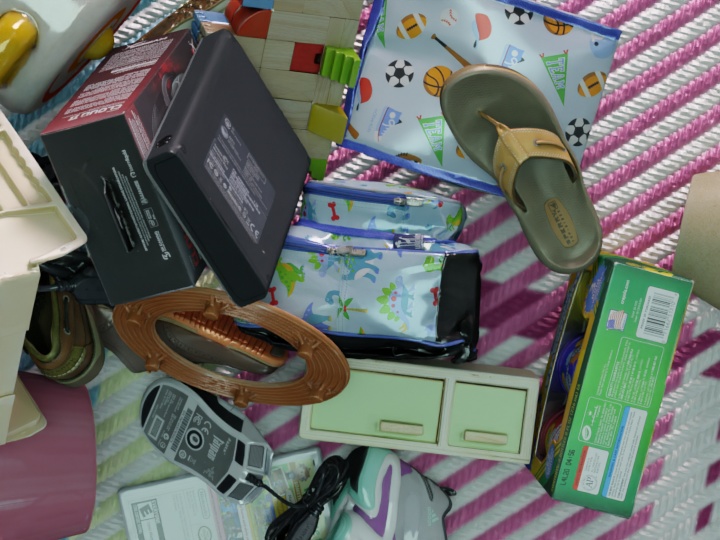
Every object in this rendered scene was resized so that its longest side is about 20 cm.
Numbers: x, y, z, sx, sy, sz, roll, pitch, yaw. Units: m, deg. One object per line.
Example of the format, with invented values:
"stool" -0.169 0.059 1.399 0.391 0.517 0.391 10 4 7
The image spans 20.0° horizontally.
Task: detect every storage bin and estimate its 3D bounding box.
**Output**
"storage bin" -0.302 0.003 1.573 0.094 0.199 0.200 -13 139 -33

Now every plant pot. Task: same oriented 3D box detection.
"plant pot" -0.318 0.158 1.698 0.178 0.200 0.201 -1 94 -17
"plant pot" 0.368 -0.017 1.713 0.199 0.187 0.188 13 94 11

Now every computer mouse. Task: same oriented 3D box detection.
"computer mouse" -0.104 0.156 1.739 0.200 0.044 0.110 36 116 22

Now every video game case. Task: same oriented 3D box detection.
"video game case" -0.103 0.269 1.786 0.181 0.022 0.201 -12 93 0

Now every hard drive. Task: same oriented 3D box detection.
"hard drive" -0.098 -0.083 1.572 0.033 0.200 0.140 -22 117 23

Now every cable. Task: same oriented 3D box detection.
"cable" -0.224 -0.035 1.700 0.163 0.200 0.051 53 125 27

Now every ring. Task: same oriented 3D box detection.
"ring" -0.107 0.068 1.653 0.200 0.201 0.019 17 64 -3

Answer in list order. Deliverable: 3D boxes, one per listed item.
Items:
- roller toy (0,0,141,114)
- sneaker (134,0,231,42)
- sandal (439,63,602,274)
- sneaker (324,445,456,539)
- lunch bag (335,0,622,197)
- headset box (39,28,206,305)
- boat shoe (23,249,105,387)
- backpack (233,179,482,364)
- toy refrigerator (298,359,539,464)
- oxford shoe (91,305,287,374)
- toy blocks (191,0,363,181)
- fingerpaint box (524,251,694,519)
"roller toy" -0.257 -0.225 1.661 0.140 0.200 0.183 41 86 -4
"sneaker" -0.133 -0.177 1.737 0.200 0.067 0.090 -38 112 -6
"sandal" 0.137 -0.080 1.641 0.080 0.054 0.200 -30 106 6
"sneaker" 0.023 0.264 1.749 0.140 0.078 0.200 28 80 -17
"lunch bag" 0.093 -0.156 1.711 0.199 0.124 0.171 15 96 -10
"headset box" -0.165 -0.078 1.574 0.077 0.200 0.149 -13 112 17
"boat shoe" -0.272 0.002 1.696 0.072 0.068 0.200 -37 62 9
"backpack" 0.000 0.000 1.692 0.199 0.183 0.148 3 88 6
"toy refrigerator" 0.049 0.115 1.754 0.199 0.070 0.076 7 94 -3
"oxford shoe" -0.161 0.056 1.754 0.199 0.071 0.073 20 111 4
"toy blocks" -0.081 -0.176 1.680 0.136 0.100 0.201 5 116 -19
"fingerpaint box" 0.202 0.088 1.708 0.073 0.167 0.201 14 94 -5
